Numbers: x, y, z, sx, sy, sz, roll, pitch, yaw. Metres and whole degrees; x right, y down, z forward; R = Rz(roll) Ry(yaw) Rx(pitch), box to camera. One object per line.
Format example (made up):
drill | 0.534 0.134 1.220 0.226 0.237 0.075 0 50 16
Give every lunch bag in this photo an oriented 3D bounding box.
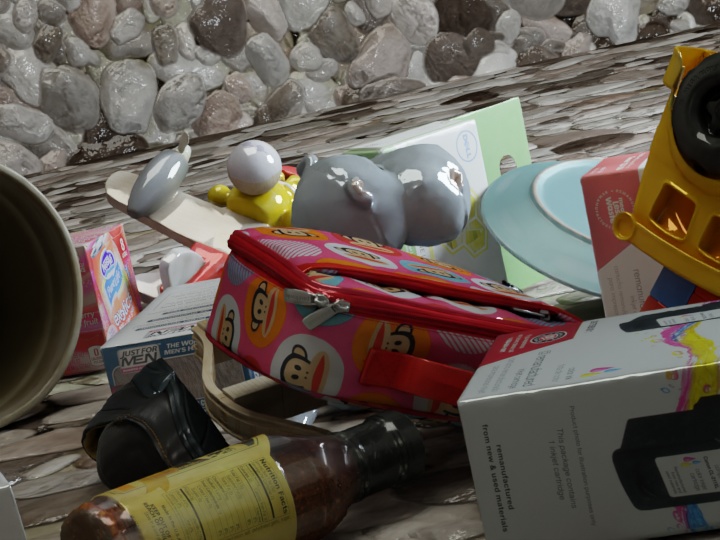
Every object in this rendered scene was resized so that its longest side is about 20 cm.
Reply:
lunch bag | 0.027 0.040 1.315 0.200 0.082 0.176 11 10 -27

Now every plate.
plate | 0.184 -0.036 1.640 0.200 0.026 0.200 9 29 -5

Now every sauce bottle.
sauce bottle | -0.055 0.119 1.193 0.200 0.066 0.066 -17 11 -38

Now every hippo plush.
hippo plush | 0.000 0.000 1.517 0.200 0.161 0.159 -16 11 -22

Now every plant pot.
plant pot | -0.329 0.023 1.715 0.200 0.200 0.173 -19 6 -36

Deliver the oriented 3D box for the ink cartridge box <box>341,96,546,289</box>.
ink cartridge box | 0.079 -0.038 1.691 0.200 0.146 0.048 -20 13 -42

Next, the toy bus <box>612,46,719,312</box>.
toy bus | 0.245 -0.013 1.351 0.200 0.192 0.136 33 15 39

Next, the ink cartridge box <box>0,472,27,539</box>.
ink cartridge box | -0.267 0.156 1.168 0.200 0.083 0.147 -15 9 -15

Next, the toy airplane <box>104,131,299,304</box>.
toy airplane | -0.101 -0.037 1.912 0.200 0.141 0.199 1 28 -13

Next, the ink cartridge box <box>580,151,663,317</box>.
ink cartridge box | 0.250 -0.024 1.485 0.200 0.117 0.067 -8 10 21

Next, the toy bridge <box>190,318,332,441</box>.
toy bridge | -0.051 0.076 1.381 0.067 0.027 0.200 -17 28 -26

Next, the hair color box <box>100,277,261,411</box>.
hair color box | -0.106 0.052 1.652 0.100 0.061 0.200 -10 9 11

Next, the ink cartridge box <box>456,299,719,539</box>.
ink cartridge box | 0.161 0.069 1.153 0.200 0.083 0.146 -10 9 13

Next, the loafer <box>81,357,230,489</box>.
loafer | -0.118 0.106 1.370 0.072 0.073 0.200 -35 9 -7

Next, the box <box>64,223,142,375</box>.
box | -0.281 0.033 1.856 0.200 0.103 0.095 -10 10 16
